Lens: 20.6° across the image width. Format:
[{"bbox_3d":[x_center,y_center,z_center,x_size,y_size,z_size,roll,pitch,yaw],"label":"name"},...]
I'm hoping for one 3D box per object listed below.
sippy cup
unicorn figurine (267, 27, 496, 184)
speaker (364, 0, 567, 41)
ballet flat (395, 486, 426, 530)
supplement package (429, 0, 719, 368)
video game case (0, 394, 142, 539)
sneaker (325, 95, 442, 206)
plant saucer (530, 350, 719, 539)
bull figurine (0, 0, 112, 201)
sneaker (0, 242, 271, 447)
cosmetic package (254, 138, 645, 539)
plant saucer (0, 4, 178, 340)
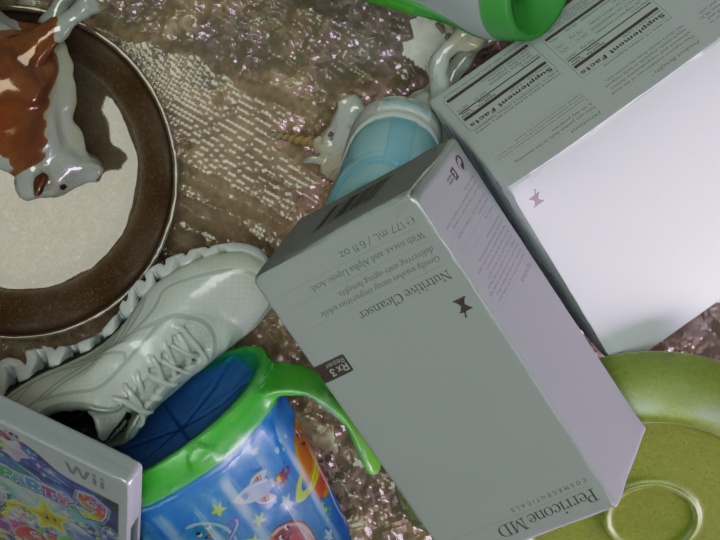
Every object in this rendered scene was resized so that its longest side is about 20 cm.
[{"bbox_3d":[-0.077,0.136,1.177,0.140,0.178,0.130,-43,109,-31],"label":"sippy cup"},{"bbox_3d":[0.062,-0.089,1.163,0.200,0.074,0.138,24,108,-8],"label":"unicorn figurine"},{"bbox_3d":[0.018,-0.188,1.106,0.200,0.088,0.089,21,99,31],"label":"speaker"},{"bbox_3d":[0.119,0.138,1.205,0.200,0.071,0.071,4,98,0],"label":"ballet flat"},{"bbox_3d":[0.171,-0.074,1.107,0.200,0.111,0.156,-35,127,0],"label":"supplement package"},{"bbox_3d":[-0.193,0.137,1.146,0.143,0.200,0.018,25,55,11],"label":"video game case"},{"bbox_3d":[0.000,0.000,1.140,0.074,0.082,0.200,11,129,4],"label":"sneaker"},{"bbox_3d":[0.167,0.134,1.140,0.200,0.031,0.200,2,126,3],"label":"plant saucer"},{"bbox_3d":[-0.215,-0.132,1.136,0.200,0.065,0.121,38,93,-6],"label":"bull figurine"},{"bbox_3d":[-0.130,0.058,1.167,0.200,0.081,0.075,-33,123,4],"label":"sneaker"},{"bbox_3d":[0.050,0.046,1.050,0.113,0.081,0.200,-28,103,30],"label":"cosmetic package"},{"bbox_3d":[-0.207,-0.059,1.194,0.200,0.037,0.201,0,98,2],"label":"plant saucer"}]
